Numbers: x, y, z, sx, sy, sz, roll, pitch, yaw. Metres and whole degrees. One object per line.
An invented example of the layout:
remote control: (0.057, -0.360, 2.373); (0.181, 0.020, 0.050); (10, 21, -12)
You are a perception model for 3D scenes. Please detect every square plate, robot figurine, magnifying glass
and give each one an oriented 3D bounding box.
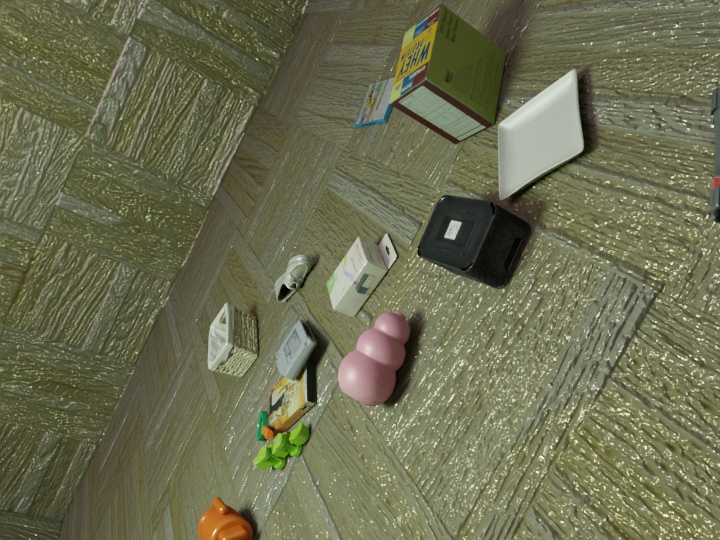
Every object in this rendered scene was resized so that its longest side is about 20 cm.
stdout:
square plate: (0.341, -0.251, 1.218); (0.200, 0.028, 0.200); (-33, 43, 47)
robot figurine: (-0.349, 0.674, 1.646); (0.117, 0.144, 0.199); (-51, 22, -21)
magnifying glass: (-0.257, 0.426, 1.724); (0.200, 0.022, 0.081); (160, 118, -75)

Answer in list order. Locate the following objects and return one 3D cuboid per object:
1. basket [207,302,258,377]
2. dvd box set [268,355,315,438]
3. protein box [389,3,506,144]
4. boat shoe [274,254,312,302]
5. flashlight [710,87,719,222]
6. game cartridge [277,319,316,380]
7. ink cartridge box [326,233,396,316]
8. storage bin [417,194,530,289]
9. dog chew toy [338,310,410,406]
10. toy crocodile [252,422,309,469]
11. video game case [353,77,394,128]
basket: (-0.415, 0.231, 2.102); (0.136, 0.123, 0.201); (-51, 32, 27)
dvd box set: (-0.182, 0.335, 1.702); (0.200, 0.029, 0.147); (-46, 33, 35)
protein box: (0.196, -0.430, 1.431); (0.134, 0.199, 0.200); (-18, 54, 55)
boat shoe: (-0.206, 0.028, 1.944); (0.200, 0.071, 0.066); (-42, 40, 40)
flashlight: (0.492, -0.160, 0.836); (0.067, 0.068, 0.202); (0, 65, 32)
game cartridge: (-0.176, 0.217, 1.732); (0.134, 0.041, 0.200); (-54, 17, 3)
ink cartridge box: (0.000, 0.000, 1.594); (0.201, 0.067, 0.118); (-55, 29, 22)
storage bin: (0.211, -0.059, 1.233); (0.200, 0.093, 0.136); (24, 91, 62)
dog chew toy: (0.038, 0.178, 1.341); (0.201, 0.124, 0.124); (-60, 27, -7)
toy crocodile: (-0.202, 0.446, 1.613); (0.200, 0.067, 0.062); (-43, 29, 34)
video game case: (0.052, -0.510, 1.954); (0.200, 0.018, 0.144); (14, 83, 63)
